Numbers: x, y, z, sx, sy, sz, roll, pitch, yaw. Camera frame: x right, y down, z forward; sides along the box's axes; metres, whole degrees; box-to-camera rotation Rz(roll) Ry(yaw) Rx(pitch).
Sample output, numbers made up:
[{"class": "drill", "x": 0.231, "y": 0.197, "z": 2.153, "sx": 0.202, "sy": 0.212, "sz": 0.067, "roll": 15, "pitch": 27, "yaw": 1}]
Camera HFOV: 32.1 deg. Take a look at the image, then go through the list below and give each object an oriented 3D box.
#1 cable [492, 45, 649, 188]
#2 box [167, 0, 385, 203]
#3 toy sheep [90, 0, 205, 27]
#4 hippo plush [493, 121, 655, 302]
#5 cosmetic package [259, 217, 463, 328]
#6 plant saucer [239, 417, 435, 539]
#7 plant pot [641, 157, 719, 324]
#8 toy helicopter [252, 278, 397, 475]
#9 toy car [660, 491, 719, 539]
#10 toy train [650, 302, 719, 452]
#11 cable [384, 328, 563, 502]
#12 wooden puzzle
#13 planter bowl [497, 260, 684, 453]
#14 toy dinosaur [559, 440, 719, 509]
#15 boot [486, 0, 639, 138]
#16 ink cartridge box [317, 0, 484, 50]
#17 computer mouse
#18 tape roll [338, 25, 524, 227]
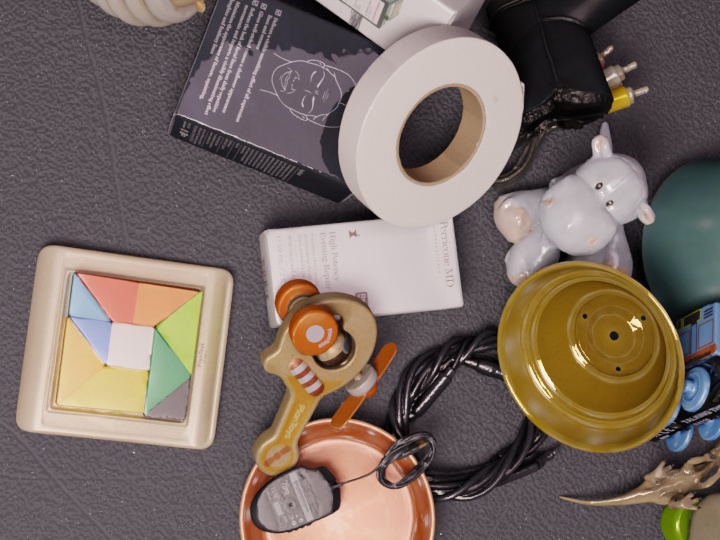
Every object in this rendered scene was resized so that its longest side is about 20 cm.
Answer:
[{"class": "cable", "x": 0.207, "y": -0.173, "z": 1.357, "sx": 0.199, "sy": 0.050, "sz": 0.097, "roll": -32, "pitch": 60, "yaw": -4}, {"class": "box", "x": -0.076, "y": -0.178, "z": 1.275, "sx": 0.199, "sy": 0.107, "sz": 0.150, "roll": 22, "pitch": 81, "yaw": -9}, {"class": "toy sheep", "x": -0.216, "y": -0.310, "z": 1.247, "sx": 0.199, "sy": 0.138, "sz": 0.139, "roll": 16, "pitch": 80, "yaw": 32}, {"class": "hippo plush", "x": 0.250, "y": -0.051, "z": 1.306, "sx": 0.199, "sy": 0.161, "sz": 0.160, "roll": -34, "pitch": 93, "yaw": -12}, {"class": "cosmetic package", "x": 0.000, "y": 0.000, "z": 1.296, "sx": 0.198, "sy": 0.074, "sz": 0.103, "roll": -7, "pitch": 88, "yaw": -11}, {"class": "plant saucer", "x": -0.023, "y": 0.251, "z": 1.274, "sx": 0.198, "sy": 0.032, "sz": 0.202, "roll": 0, "pitch": 85, "yaw": 3}, {"class": "plant pot", "x": 0.425, "y": -0.025, "z": 1.321, "sx": 0.199, "sy": 0.161, "sz": 0.203, "roll": 0, "pitch": 90, "yaw": -24}, {"class": "toy helicopter", "x": -0.044, "y": 0.115, "z": 1.234, "sx": 0.131, "sy": 0.079, "sz": 0.201, "roll": 19, "pitch": 106, "yaw": -24}, {"class": "toy car", "x": 0.448, "y": 0.313, "z": 1.332, "sx": 0.198, "sy": 0.164, "sz": 0.159, "roll": 2, "pitch": 85, "yaw": -24}, {"class": "toy train", "x": 0.342, "y": 0.114, "z": 1.302, "sx": 0.086, "sy": 0.200, "sz": 0.115, "roll": 18, "pitch": 63, "yaw": -16}, {"class": "cable", "x": 0.112, "y": 0.153, "z": 1.318, "sx": 0.198, "sy": 0.051, "sz": 0.165, "roll": -18, "pitch": 89, "yaw": -12}, {"class": "wooden puzzle", "x": -0.235, "y": 0.078, "z": 1.259, "sx": 0.198, "sy": 0.037, "sz": 0.187, "roll": 8, "pitch": 85, "yaw": -11}, {"class": "planter bowl", "x": 0.247, "y": 0.077, "z": 1.282, "sx": 0.083, "sy": 0.200, "sz": 0.202, "roll": -27, "pitch": 92, "yaw": -53}, {"class": "toy dinosaur", "x": 0.321, "y": 0.231, "z": 1.331, "sx": 0.198, "sy": 0.101, "sz": 0.059, "roll": -18, "pitch": 80, "yaw": -10}, {"class": "boot", "x": 0.240, "y": -0.236, "z": 1.314, "sx": 0.198, "sy": 0.076, "sz": 0.169, "roll": -18, "pitch": 62, "yaw": 9}, {"class": "ink cartridge box", "x": 0.026, "y": -0.309, "z": 1.268, "sx": 0.199, "sy": 0.084, "sz": 0.146, "roll": 36, "pitch": 40, "yaw": 3}, {"class": "computer mouse", "x": -0.016, "y": 0.209, "z": 1.250, "sx": 0.198, "sy": 0.034, "sz": 0.059, "roll": -20, "pitch": 88, "yaw": -5}, {"class": "tape roll", "x": 0.071, "y": -0.138, "z": 1.222, "sx": 0.202, "sy": 0.037, "sz": 0.204, "roll": -20, "pitch": 128, "yaw": -27}]
